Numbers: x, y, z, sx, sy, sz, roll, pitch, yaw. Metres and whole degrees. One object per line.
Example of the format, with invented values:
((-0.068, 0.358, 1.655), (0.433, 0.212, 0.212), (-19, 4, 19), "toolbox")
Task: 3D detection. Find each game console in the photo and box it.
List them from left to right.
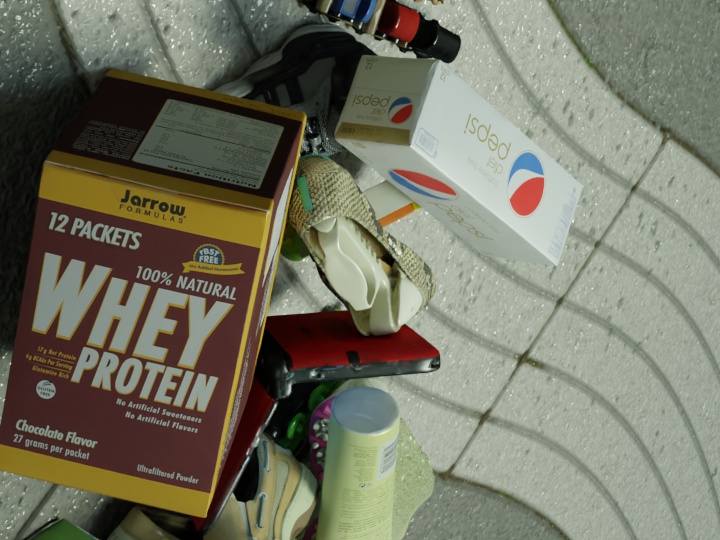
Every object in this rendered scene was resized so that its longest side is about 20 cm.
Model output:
((-0.042, 0.102, 1.592), (0.171, 0.200, 0.120), (-4, 98, -10), "game console")

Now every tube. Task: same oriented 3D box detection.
((-0.004, 0.174, 1.673), (0.052, 0.058, 0.201), (-72, 169, -49), "tube")

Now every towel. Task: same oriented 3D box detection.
((-0.001, 0.185, 1.888), (0.149, 0.036, 0.200), (-56, 149, -17), "towel")

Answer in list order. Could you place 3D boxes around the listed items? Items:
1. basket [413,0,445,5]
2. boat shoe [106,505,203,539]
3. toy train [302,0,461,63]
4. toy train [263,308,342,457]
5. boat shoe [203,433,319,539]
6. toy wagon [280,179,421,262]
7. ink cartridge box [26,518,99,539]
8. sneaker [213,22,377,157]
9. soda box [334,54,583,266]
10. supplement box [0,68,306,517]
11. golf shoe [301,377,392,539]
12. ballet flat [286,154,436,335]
((0.008, -0.298, 1.527), (0.143, 0.148, 0.201), (-79, 180, -67), "basket")
((-0.108, 0.213, 1.679), (0.199, 0.074, 0.067), (13, 110, -52), "boat shoe")
((0.020, -0.181, 1.645), (0.200, 0.046, 0.034), (14, 100, -59), "toy train")
((-0.054, 0.113, 1.752), (0.200, 0.042, 0.057), (-52, 157, -22), "toy train")
((-0.089, 0.189, 1.605), (0.076, 0.071, 0.200), (51, 26, -20), "boat shoe")
((0.004, -0.046, 1.628), (0.200, 0.155, 0.040), (-29, 92, -45), "toy wagon")
((-0.154, 0.264, 1.540), (0.059, 0.199, 0.104), (-29, 135, -43), "ink cartridge box")
((-0.039, -0.094, 1.544), (0.200, 0.113, 0.076), (-45, 138, -32), "sneaker")
((0.069, -0.072, 1.532), (0.200, 0.068, 0.064), (36, 69, -48), "soda box")
((-0.125, 0.009, 1.386), (0.200, 0.132, 0.199), (-75, 178, -70), "supplement box")
((-0.002, 0.173, 1.771), (0.092, 0.075, 0.201), (-62, 161, -62), "golf shoe")
((0.000, 0.000, 1.536), (0.067, 0.076, 0.200), (-22, 143, 14), "ballet flat")
